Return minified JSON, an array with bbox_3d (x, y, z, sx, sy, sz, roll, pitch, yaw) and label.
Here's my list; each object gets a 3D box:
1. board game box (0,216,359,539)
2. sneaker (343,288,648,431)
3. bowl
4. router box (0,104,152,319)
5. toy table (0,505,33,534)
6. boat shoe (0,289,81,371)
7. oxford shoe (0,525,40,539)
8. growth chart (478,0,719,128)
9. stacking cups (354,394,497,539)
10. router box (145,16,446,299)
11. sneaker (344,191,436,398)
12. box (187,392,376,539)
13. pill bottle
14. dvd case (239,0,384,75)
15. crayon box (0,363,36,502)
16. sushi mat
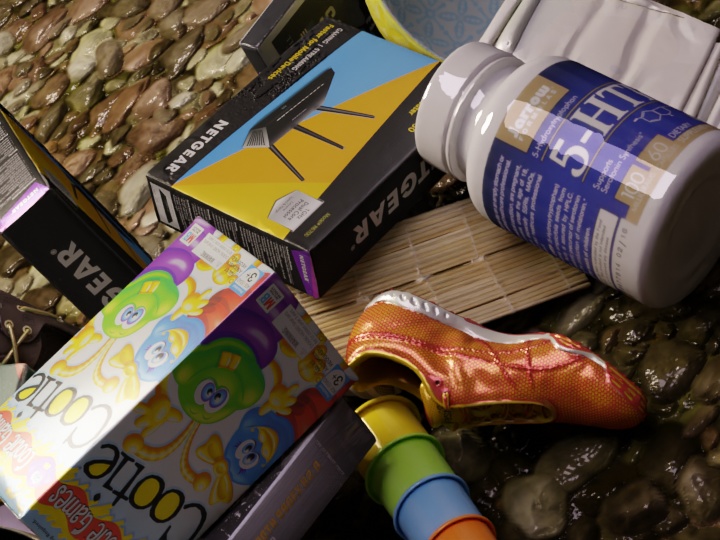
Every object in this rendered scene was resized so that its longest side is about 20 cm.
[{"bbox_3d":[-0.119,0.085,1.180,0.200,0.105,0.103,-44,36,-9],"label":"board game box"},{"bbox_3d":[0.083,0.074,1.248,0.199,0.073,0.077,12,61,25],"label":"sneaker"},{"bbox_3d":[0.085,-0.211,1.494,0.201,0.200,0.108,-58,1,-24],"label":"bowl"},{"bbox_3d":[-0.206,-0.019,1.459,0.051,0.200,0.149,-41,40,1],"label":"router box"},{"bbox_3d":[-0.308,0.212,1.390,0.200,0.117,0.184,-45,40,-11],"label":"toy table"},{"bbox_3d":[-0.248,0.056,1.439,0.059,0.200,0.072,12,81,41],"label":"boat shoe"},{"bbox_3d":[-0.175,0.235,1.273,0.199,0.075,0.071,31,71,28],"label":"oxford shoe"},{"bbox_3d":[0.174,-0.144,1.391,0.199,0.018,0.145,30,67,20],"label":"growth chart"},{"bbox_3d":[0.053,0.153,1.219,0.060,0.061,0.200,-39,40,-2],"label":"stacking cups"},{"bbox_3d":[-0.026,-0.083,1.373,0.149,0.051,0.200,25,54,30],"label":"router box"},{"bbox_3d":[0.000,0.000,1.395,0.082,0.075,0.201,-8,48,30],"label":"sneaker"},{"bbox_3d":[-0.107,0.128,1.254,0.200,0.048,0.159,18,63,50],"label":"box"},{"bbox_3d":[0.138,-0.070,1.287,0.199,0.120,0.120,29,71,30],"label":"pill bottle"},{"bbox_3d":[0.001,-0.195,1.527,0.025,0.151,0.200,19,65,38],"label":"dvd case"},{"bbox_3d":[-0.284,0.122,1.445,0.199,0.127,0.051,-7,58,31],"label":"crayon box"},{"bbox_3d":[0.045,0.004,1.333,0.199,0.012,0.096,-19,64,-7],"label":"sushi mat"}]
